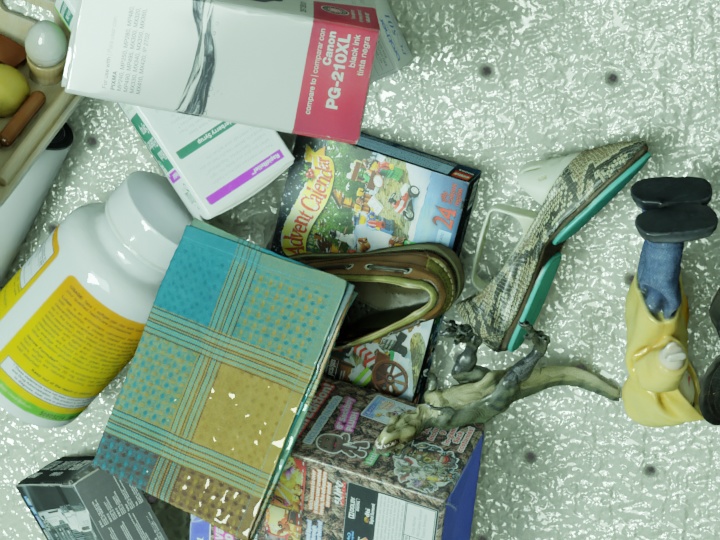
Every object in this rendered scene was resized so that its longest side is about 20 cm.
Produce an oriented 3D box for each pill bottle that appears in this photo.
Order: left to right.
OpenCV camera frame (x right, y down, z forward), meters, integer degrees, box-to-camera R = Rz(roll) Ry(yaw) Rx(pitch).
[{"bbox_3d":[-0.205,0.019,1.653,0.111,0.111,0.200,45,115,0],"label":"pill bottle"}]

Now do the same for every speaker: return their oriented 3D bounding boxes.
[{"bbox_3d":[-0.301,-0.038,1.684,0.081,0.081,0.200,32,114,6],"label":"speaker"}]

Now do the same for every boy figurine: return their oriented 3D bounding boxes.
[{"bbox_3d":[0.217,0.037,1.519,0.064,0.124,0.200,-3,123,3],"label":"boy figurine"}]

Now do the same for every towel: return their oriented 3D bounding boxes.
[{"bbox_3d":[-0.100,0.077,1.555,0.146,0.022,0.200,23,93,24],"label":"towel"}]

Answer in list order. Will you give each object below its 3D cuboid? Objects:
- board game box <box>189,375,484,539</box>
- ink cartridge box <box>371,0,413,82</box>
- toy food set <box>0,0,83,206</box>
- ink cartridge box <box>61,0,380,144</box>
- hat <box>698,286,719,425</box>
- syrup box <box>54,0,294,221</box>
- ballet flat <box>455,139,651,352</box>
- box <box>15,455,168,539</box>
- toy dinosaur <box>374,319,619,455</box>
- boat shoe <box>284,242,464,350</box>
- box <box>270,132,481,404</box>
[{"bbox_3d":[-0.021,0.175,1.628,0.200,0.097,0.160,16,128,14],"label":"board game box"},{"bbox_3d":[-0.048,-0.221,1.559,0.094,0.044,0.200,-22,99,22],"label":"ink cartridge box"},{"bbox_3d":[-0.292,-0.141,1.593,0.143,0.200,0.060,23,140,10],"label":"toy food set"},{"bbox_3d":[-0.093,-0.158,1.463,0.200,0.145,0.085,10,107,-5],"label":"ink cartridge box"},{"bbox_3d":[0.300,0.018,1.476,0.201,0.200,0.081,-46,58,25],"label":"hat"},{"bbox_3d":[-0.137,-0.137,1.581,0.081,0.079,0.200,-33,94,-9],"label":"syrup box"},{"bbox_3d":[0.128,-0.030,1.556,0.075,0.068,0.200,39,119,12],"label":"ballet flat"},{"bbox_3d":[-0.185,0.243,1.705,0.200,0.050,0.158,62,156,-8],"label":"box"},{"bbox_3d":[0.097,0.077,1.559,0.200,0.047,0.088,-12,128,-17],"label":"toy dinosaur"},{"bbox_3d":[-0.025,0.024,1.576,0.200,0.068,0.072,-17,101,23],"label":"boat shoe"},{"bbox_3d":[0.000,0.000,1.619,0.136,0.038,0.200,18,112,12],"label":"box"}]
